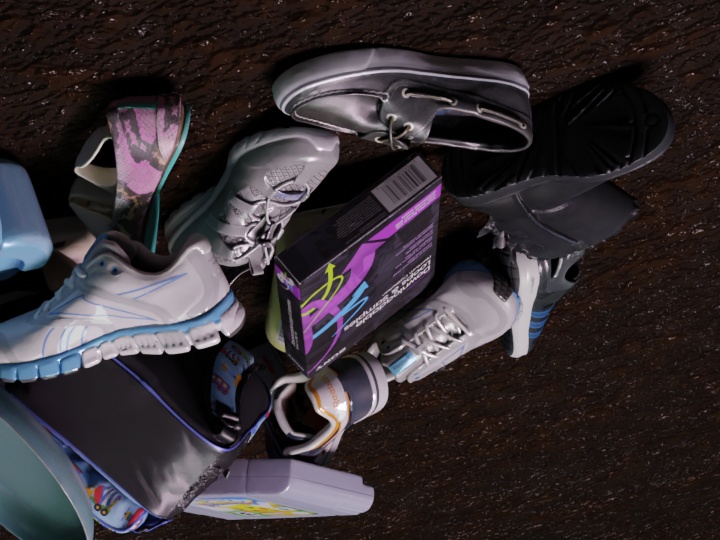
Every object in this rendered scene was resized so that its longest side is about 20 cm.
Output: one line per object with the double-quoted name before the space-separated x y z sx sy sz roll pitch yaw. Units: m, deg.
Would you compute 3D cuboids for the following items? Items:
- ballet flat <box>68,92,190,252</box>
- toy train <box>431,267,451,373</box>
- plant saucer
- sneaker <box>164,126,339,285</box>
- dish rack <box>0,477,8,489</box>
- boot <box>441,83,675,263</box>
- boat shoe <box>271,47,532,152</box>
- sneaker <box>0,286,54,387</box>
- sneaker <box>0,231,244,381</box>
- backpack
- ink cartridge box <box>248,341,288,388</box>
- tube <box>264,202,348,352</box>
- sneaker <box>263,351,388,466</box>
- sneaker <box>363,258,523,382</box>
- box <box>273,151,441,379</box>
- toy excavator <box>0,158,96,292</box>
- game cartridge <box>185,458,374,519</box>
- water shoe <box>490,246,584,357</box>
"ballet flat" -0.169 -0.062 1.377 0.071 0.070 0.200 11 147 -8
"toy train" 0.071 0.048 1.768 0.045 0.034 0.200 -3 154 -14
"plant saucer" -0.267 0.136 1.448 0.027 0.200 0.200 -44 171 -29
"sneaker" -0.073 -0.038 1.442 0.074 0.082 0.200 4 151 -33
"dish rack" -0.235 0.166 1.627 0.199 0.055 0.153 -1 166 -28
"boot" 0.173 -0.069 1.517 0.197 0.074 0.162 -16 155 25
"boat shoe" 0.036 -0.114 1.364 0.199 0.057 0.069 -2 154 -25
"sneaker" -0.300 0.087 1.587 0.200 0.091 0.070 -30 151 34
"sneaker" -0.186 0.018 1.366 0.199 0.087 0.075 -14 -160 8
"backpack" -0.167 0.096 1.527 0.135 0.182 0.200 -51 177 16
"ink cartridge box" -0.178 0.144 1.750 0.199 0.050 0.162 -25 168 -42
"tube" -0.043 0.000 1.594 0.052 0.058 0.200 31 151 9
"sneaker" -0.054 0.131 1.720 0.079 0.079 0.200 -16 161 -33
"sneaker" 0.063 0.057 1.665 0.087 0.075 0.200 -47 -172 -35
"box" 0.000 0.000 1.553 0.143 0.036 0.200 -37 162 -14
"toy excavator" -0.252 -0.022 1.386 0.199 0.100 0.195 -12 159 -26
"game cartridge" -0.104 0.198 1.757 0.199 0.041 0.133 -9 157 41
"water shoe" 0.157 0.019 1.704 0.078 0.072 0.200 -21 161 -8
